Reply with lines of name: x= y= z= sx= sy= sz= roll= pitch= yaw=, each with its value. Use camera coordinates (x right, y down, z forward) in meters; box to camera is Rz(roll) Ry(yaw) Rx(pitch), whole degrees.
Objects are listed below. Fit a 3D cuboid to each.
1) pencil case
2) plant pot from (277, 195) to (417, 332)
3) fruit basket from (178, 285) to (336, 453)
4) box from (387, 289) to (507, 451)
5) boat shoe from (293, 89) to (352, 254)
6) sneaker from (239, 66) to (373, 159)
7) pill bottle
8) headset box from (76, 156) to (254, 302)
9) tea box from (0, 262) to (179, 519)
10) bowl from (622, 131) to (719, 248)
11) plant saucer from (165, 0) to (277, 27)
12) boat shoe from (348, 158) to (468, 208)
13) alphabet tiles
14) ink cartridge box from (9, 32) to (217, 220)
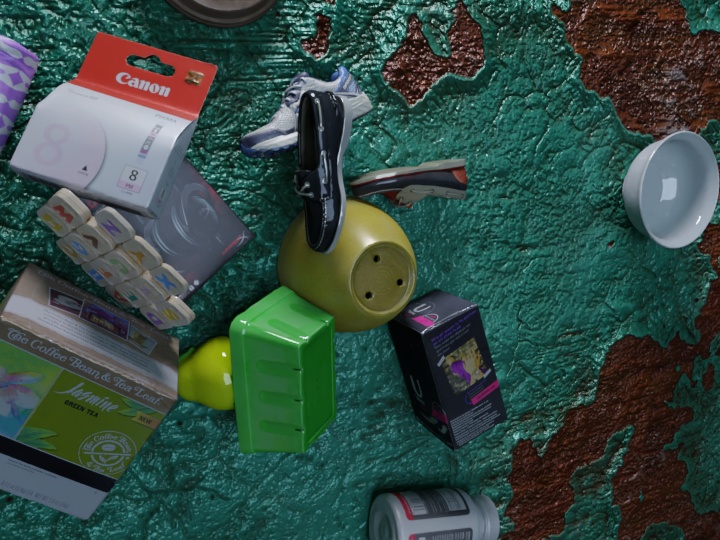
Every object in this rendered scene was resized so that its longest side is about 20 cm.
pencil case: x=-0.422 y=-0.166 z=0.685 sx=0.085 sy=0.083 sz=0.202 roll=24 pitch=86 yaw=-61
plant pot: x=0.000 y=0.000 z=0.883 sx=0.198 sy=0.142 sz=0.203 roll=-4 pitch=100 yaw=-24
fruit basket: x=-0.144 y=0.134 z=0.855 sx=0.155 sy=0.213 sz=0.218 roll=-36 pitch=118 yaw=-56
box: x=0.131 y=0.149 z=0.981 sx=0.105 sy=0.122 sz=0.202 roll=-23 pitch=107 yaw=-19
boat shoe: x=-0.056 y=-0.122 z=0.800 sx=0.060 sy=0.075 sz=0.203 roll=2 pitch=91 yaw=-36
sneaker: x=-0.083 y=-0.214 z=0.856 sx=0.199 sy=0.077 sz=0.086 roll=-31 pitch=100 yaw=-26
pill bottle: x=0.122 y=0.411 z=1.027 sx=0.198 sy=0.110 sz=0.112 roll=5 pitch=97 yaw=-26
headset box: x=-0.255 y=-0.070 z=0.787 sx=0.149 sy=0.077 sz=0.201 roll=-44 pitch=115 yaw=-12
tea box: x=-0.342 y=0.137 z=0.721 sx=0.199 sy=0.134 sz=0.197 roll=32 pitch=103 yaw=-26
bowl: x=0.539 y=-0.144 z=1.144 sx=0.199 sy=0.090 sz=0.204 roll=-4 pitch=100 yaw=-24
plant saucer: x=-0.177 y=-0.411 z=0.794 sx=0.198 sy=0.029 sz=0.203 roll=-4 pitch=99 yaw=-25
boat shoe: x=0.076 y=-0.124 z=0.942 sx=0.198 sy=0.071 sz=0.063 roll=-13 pitch=107 yaw=-27
alphabet tiles: x=-0.277 y=-0.006 z=0.725 sx=0.200 sy=0.194 sz=0.015 roll=50 pitch=55 yaw=-23
ink cartridge box: x=-0.271 y=-0.174 z=0.715 sx=0.161 sy=0.057 sz=0.202 roll=17 pitch=80 yaw=3
